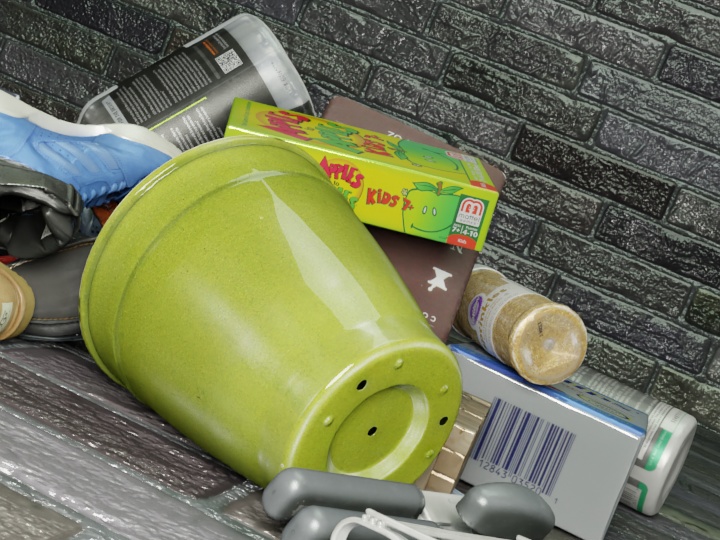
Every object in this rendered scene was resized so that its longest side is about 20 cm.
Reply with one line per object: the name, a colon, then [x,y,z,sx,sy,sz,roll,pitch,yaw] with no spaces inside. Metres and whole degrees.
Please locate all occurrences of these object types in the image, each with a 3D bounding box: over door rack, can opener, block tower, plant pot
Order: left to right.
plant pot: [-0.042,0.048,0.747,0.200,0.201,0.193,19,16,-47]
can opener: [0.031,0.138,0.691,0.199,0.067,0.053,14,31,-43]
block tower: [0.058,0.123,0.892,0.054,0.058,0.200,24,5,9]
over door rack: [0.100,0.164,0.586,0.199,0.067,0.147,-3,-16,44]

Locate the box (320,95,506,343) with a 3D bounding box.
box: [0.000,0.000,1.012,0.165,0.201,0.164,24,-31,-2]

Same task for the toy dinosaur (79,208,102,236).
toy dinosaur: [-0.237,-0.024,1.178,0.105,0.200,0.182,33,21,-42]

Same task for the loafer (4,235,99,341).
loafer: [-0.168,-0.001,0.837,0.199,0.073,0.072,-13,-17,-12]

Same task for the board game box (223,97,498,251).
board game box: [-0.005,-0.073,0.895,0.199,0.048,0.102,14,19,-7]

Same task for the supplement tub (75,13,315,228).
supplement tub: [-0.147,-0.116,1.004,0.123,0.199,0.123,55,-11,16]

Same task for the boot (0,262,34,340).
boot: [-0.308,-0.007,0.725,0.174,0.067,0.200,23,5,12]

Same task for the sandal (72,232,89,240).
sandal: [-0.212,0.028,1.069,0.200,0.045,0.075,39,13,15]

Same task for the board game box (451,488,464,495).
board game box: [0.017,0.146,0.859,0.103,0.020,0.200,22,3,-44]

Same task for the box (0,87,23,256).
box: [-0.360,-0.096,0.946,0.199,0.118,0.197,24,-11,1]

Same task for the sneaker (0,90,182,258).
sneaker: [-0.200,-0.051,0.835,0.199,0.077,0.112,18,48,-43]

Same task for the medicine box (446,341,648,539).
medicine box: [0.155,0.145,1.078,0.181,0.104,0.200,24,4,14]

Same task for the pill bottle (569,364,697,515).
pill bottle: [0.239,0.163,1.262,0.199,0.114,0.113,25,4,22]

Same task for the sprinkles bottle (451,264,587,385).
sprinkles bottle: [0.128,0.043,1.045,0.068,0.069,0.200,22,4,-16]

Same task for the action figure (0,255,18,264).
action figure: [-0.198,0.035,0.907,0.198,0.100,0.065,-1,11,-12]
